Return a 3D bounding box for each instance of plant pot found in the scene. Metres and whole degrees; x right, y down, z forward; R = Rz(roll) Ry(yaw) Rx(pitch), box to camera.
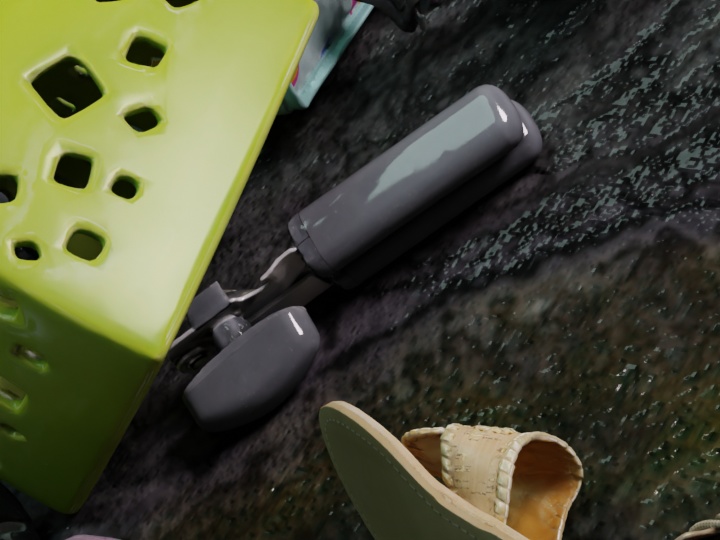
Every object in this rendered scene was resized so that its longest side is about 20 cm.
[{"bbox_3d":[-0.153,-0.038,1.115,0.199,0.181,0.201,126,168,-59],"label":"plant pot"}]

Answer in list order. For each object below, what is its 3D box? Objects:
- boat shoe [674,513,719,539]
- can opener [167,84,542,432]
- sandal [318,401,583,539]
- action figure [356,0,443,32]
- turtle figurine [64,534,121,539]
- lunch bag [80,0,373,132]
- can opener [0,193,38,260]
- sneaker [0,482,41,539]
[{"bbox_3d":[0.135,0.114,0.826,0.200,0.072,0.076,-52,36,-11],"label":"boat shoe"},{"bbox_3d":[0.000,0.000,1.117,0.200,0.053,0.067,-35,68,13],"label":"can opener"},{"bbox_3d":[0.060,0.095,0.940,0.069,0.078,0.212,-25,27,-15],"label":"sandal"},{"bbox_3d":[0.077,-0.181,1.160,0.199,0.102,0.119,-16,17,40],"label":"action figure"},{"bbox_3d":[-0.116,0.199,0.981,0.149,0.101,0.200,-34,30,15],"label":"turtle figurine"},{"bbox_3d":[-0.071,-0.170,1.291,0.170,0.122,0.200,-9,41,41],"label":"lunch bag"},{"bbox_3d":[-0.227,-0.055,1.262,0.053,0.200,0.066,-49,14,-7],"label":"can opener"},{"bbox_3d":[-0.207,0.177,1.110,0.090,0.078,0.201,-20,39,41],"label":"sneaker"}]
